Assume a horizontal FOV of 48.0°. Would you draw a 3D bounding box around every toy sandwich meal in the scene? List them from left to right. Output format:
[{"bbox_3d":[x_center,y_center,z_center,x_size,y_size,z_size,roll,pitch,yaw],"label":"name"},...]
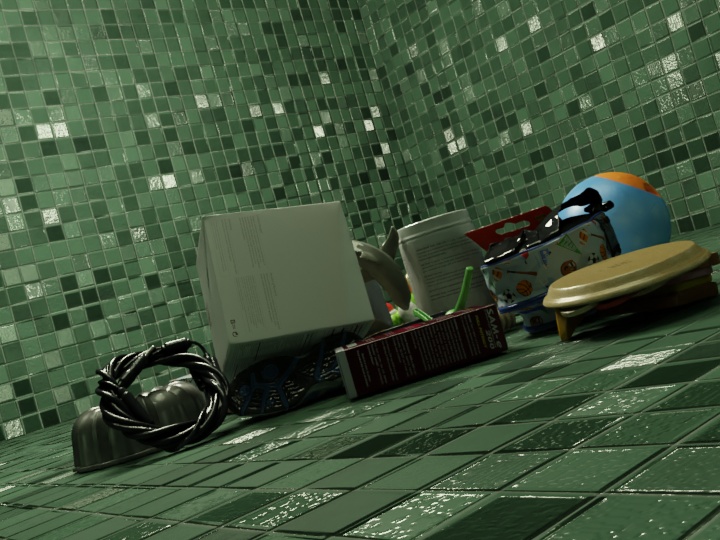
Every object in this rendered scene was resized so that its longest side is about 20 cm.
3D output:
[{"bbox_3d":[0.300,0.025,0.893,0.204,0.071,0.205,-19,2,1],"label":"toy sandwich meal"}]

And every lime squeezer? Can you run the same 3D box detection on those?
[{"bbox_3d":[0.121,0.060,1.099,0.037,0.071,0.200,8,-21,-14],"label":"lime squeezer"}]

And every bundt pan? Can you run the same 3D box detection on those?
[{"bbox_3d":[-0.304,0.207,1.112,0.200,0.076,0.202,-18,-2,-1],"label":"bundt pan"}]

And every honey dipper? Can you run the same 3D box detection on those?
[{"bbox_3d":[0.141,0.098,1.189,0.199,0.038,0.038,-19,-1,-25],"label":"honey dipper"}]

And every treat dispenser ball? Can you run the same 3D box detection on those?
[{"bbox_3d":[0.455,-0.076,1.460,0.199,0.203,0.201,-16,-2,-1],"label":"treat dispenser ball"}]

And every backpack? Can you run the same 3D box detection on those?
[{"bbox_3d":[0.254,-0.001,1.090,0.199,0.155,0.190,-30,-10,28],"label":"backpack"}]

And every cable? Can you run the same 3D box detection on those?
[{"bbox_3d":[-0.250,0.152,1.022,0.162,0.051,0.200,-1,31,-21],"label":"cable"}]

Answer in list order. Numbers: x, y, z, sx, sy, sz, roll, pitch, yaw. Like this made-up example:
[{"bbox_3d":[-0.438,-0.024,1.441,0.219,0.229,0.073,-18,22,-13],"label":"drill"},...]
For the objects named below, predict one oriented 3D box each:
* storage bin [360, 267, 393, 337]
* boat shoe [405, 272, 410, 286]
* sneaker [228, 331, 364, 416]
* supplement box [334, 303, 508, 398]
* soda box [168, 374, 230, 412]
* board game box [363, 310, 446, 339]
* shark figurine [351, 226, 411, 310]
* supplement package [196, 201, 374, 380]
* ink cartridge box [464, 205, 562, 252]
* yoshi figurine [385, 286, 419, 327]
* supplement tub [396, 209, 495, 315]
[{"bbox_3d":[-0.040,0.047,1.387,0.134,0.201,0.145,-30,-29,18],"label":"storage bin"},{"bbox_3d":[0.168,0.032,1.450,0.199,0.068,0.072,27,45,22],"label":"boat shoe"},{"bbox_3d":[-0.081,0.150,1.073,0.198,0.076,0.077,-17,-25,-10],"label":"sneaker"},{"bbox_3d":[0.070,0.097,0.994,0.198,0.061,0.109,-17,-3,-3],"label":"supplement box"},{"bbox_3d":[-0.238,0.196,1.322,0.063,0.069,0.199,-15,-2,-40],"label":"soda box"},{"bbox_3d":[0.033,0.120,1.260,0.135,0.035,0.200,-16,-9,-33],"label":"board game box"},{"bbox_3d":[-0.015,-0.017,1.284,0.213,0.129,0.090,12,5,2],"label":"shark figurine"},{"bbox_3d":[-0.112,0.029,1.135,0.198,0.193,0.147,-8,-24,-19],"label":"supplement package"},{"bbox_3d":[0.279,-0.009,1.250,0.199,0.050,0.162,35,-35,-32],"label":"ink cartridge box"},{"bbox_3d":[0.076,0.110,1.441,0.199,0.113,0.112,-32,-48,20],"label":"yoshi figurine"},{"bbox_3d":[0.146,0.013,1.331,0.131,0.202,0.132,-16,-2,0],"label":"supplement tub"}]
